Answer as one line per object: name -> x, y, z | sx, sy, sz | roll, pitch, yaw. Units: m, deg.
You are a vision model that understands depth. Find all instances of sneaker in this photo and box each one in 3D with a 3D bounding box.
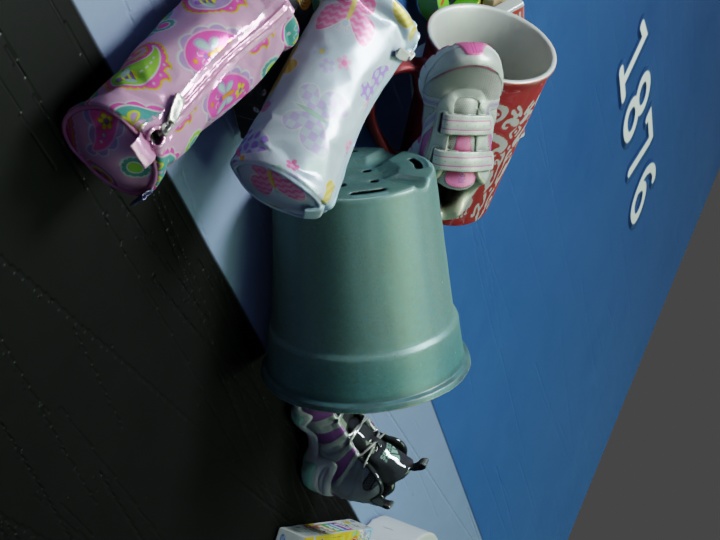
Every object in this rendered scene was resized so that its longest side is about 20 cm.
sneaker -> 0.094, -0.124, 1.290 | 0.200, 0.081, 0.088 | 98, -14, -47
sneaker -> 0.006, 0.174, 1.436 | 0.078, 0.140, 0.200 | -54, 150, -37

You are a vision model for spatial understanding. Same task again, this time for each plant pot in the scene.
plant pot -> 0.000, 0.000, 1.268 | 0.200, 0.200, 0.196 | -38, 131, -53

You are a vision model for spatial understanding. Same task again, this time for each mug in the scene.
mug -> 0.088, -0.161, 1.417 | 0.134, 0.177, 0.200 | -73, 180, -48

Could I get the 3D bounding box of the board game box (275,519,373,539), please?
board game box -> -0.055, 0.355, 1.556 | 0.200, 0.034, 0.135 | 17, 90, -67

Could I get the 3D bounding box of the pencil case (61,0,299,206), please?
pencil case -> -0.125, -0.140, 0.995 | 0.200, 0.087, 0.088 | -52, 149, -35

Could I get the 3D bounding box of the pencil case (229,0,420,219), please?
pencil case -> -0.027, -0.141, 1.128 | 0.200, 0.091, 0.083 | -62, -166, -20

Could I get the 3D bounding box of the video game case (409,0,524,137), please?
video game case -> 0.120, -0.192, 1.511 | 0.143, 0.017, 0.200 | -30, 144, -17

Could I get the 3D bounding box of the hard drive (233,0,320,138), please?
hard drive -> -0.068, -0.223, 1.141 | 0.140, 0.038, 0.200 | -55, 150, -37

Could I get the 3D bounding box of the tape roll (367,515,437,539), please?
tape roll -> 0.028, 0.415, 1.736 | 0.202, 0.071, 0.203 | -45, 144, -47

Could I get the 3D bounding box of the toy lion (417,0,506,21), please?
toy lion -> 0.095, -0.343, 1.407 | 0.192, 0.069, 0.200 | -29, 131, -49
